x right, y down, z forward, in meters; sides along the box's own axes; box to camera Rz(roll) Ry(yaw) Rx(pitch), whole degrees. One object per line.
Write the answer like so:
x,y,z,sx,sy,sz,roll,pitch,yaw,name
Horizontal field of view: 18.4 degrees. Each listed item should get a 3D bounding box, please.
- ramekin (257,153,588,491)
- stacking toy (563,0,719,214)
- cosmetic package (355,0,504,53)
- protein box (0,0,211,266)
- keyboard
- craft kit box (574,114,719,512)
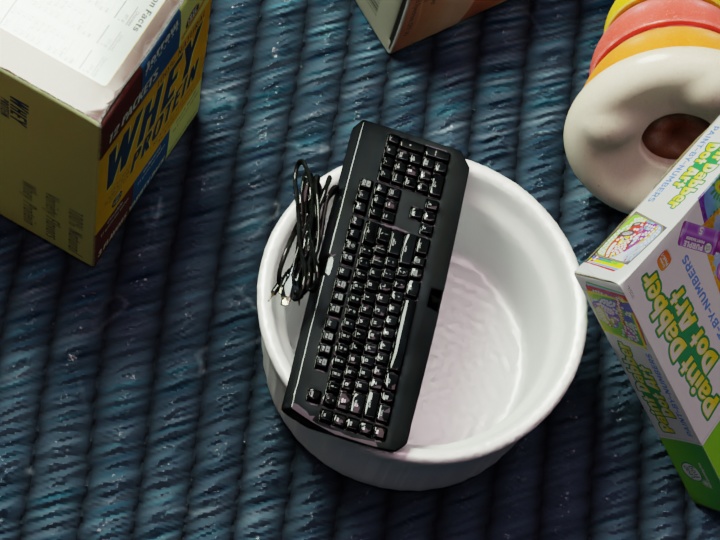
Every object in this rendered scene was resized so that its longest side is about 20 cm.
0.032,0.037,1.360,0.199,0.098,0.202,3,65,-7,ramekin
0.205,-0.145,1.471,0.145,0.147,0.201,8,46,-5,stacking toy
0.090,-0.237,1.488,0.199,0.103,0.088,-27,74,-17,cosmetic package
-0.210,-0.140,1.348,0.199,0.199,0.135,29,66,5,protein box
0.000,0.000,1.297,0.103,0.040,0.201,14,64,-3,keyboard
0.239,0.012,1.363,0.198,0.200,0.048,-45,34,-20,craft kit box
